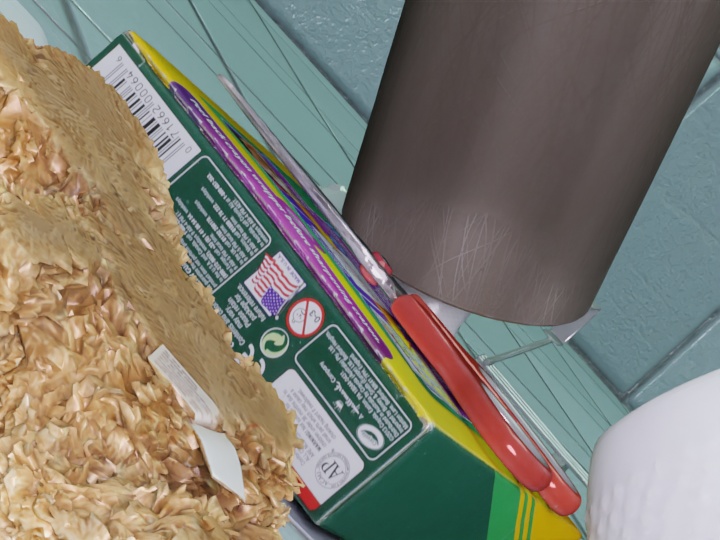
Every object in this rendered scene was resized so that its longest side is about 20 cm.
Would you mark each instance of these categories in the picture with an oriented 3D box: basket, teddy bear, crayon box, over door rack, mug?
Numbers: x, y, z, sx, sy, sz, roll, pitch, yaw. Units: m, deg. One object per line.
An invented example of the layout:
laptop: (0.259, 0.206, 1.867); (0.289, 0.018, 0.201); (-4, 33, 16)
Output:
basket: (0.076, -0.091, 1.022); (0.135, 0.201, 0.180); (22, 22, 4)
teddy bear: (-0.059, 0.037, 0.558); (0.201, 0.067, 0.145); (57, 17, 18)
crayon box: (-0.019, 0.024, 0.951); (0.200, 0.058, 0.173); (52, 5, 28)
over door rack: (0.125, 0.104, 1.447); (0.148, 0.067, 0.200); (49, 26, 9)
mug: (0.150, 0.139, 0.977); (0.200, 0.147, 0.176); (-45, -118, 53)

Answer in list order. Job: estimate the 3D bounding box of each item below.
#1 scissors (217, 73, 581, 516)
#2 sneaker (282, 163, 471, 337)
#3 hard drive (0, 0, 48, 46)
scissors: (0.014, 0.010, 0.940); (0.200, 0.014, 0.073); (51, 7, 16)
sneaker: (0.000, 0.000, 1.137); (0.075, 0.087, 0.200); (44, 6, -33)
hard drive: (-0.154, -0.096, 0.872); (0.132, 0.027, 0.200); (47, 5, -19)
